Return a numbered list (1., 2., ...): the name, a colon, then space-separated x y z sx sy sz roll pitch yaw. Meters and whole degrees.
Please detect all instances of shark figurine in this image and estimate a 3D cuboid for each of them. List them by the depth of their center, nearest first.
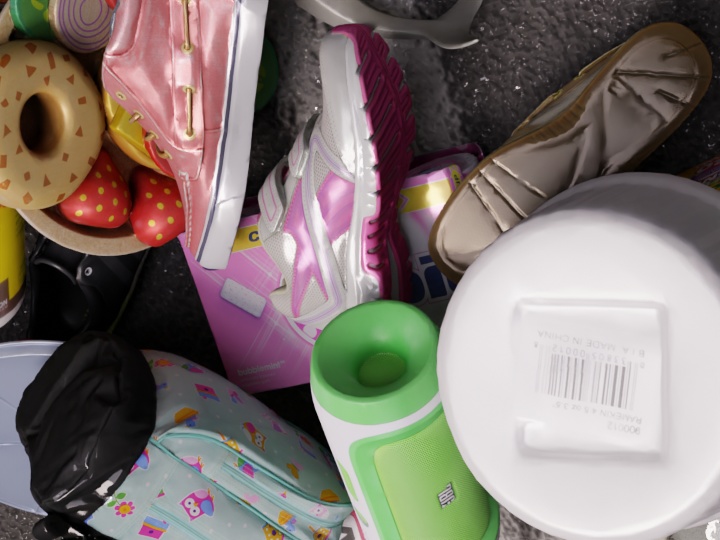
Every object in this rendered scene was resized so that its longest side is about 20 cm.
1. shark figurine: -0.030 -0.182 1.283 0.214 0.089 0.128 45 118 3

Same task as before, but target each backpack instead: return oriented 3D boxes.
1. backpack: -0.102 0.131 1.309 0.200 0.167 0.127 35 108 -26

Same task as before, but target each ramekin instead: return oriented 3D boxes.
1. ramekin: 0.138 0.051 1.147 0.200 0.098 0.201 3 98 25

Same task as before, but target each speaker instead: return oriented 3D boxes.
1. speaker: 0.029 0.107 1.256 0.088 0.089 0.200 4 142 19

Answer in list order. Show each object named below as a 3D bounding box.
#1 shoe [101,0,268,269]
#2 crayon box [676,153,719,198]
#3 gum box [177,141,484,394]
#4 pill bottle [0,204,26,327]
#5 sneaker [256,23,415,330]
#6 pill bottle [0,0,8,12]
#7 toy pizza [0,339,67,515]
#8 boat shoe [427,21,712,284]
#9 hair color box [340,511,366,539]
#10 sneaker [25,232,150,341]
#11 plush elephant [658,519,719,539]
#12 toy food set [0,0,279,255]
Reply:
1. shoe: -0.108 -0.096 1.261 0.091 0.072 0.201 6 119 -5
2. crayon box: 0.211 -0.028 1.226 0.200 0.119 0.058 -26 97 26
3. gum box: 0.000 0.000 1.343 0.199 0.066 0.114 -13 104 24
4. pill bottle: -0.264 -0.060 1.327 0.109 0.109 0.200 15 127 15
5. sneaker: -0.020 -0.046 1.249 0.088 0.081 0.201 7 111 16
6. pill bottle: -0.303 -0.175 1.371 0.200 0.113 0.113 -35 93 26
7. toy pizza: -0.194 0.102 1.427 0.199 0.032 0.200 3 140 2
8. boat shoe: 0.124 -0.065 1.254 0.200 0.066 0.074 -40 92 10
9. hair color box: -0.039 0.197 1.429 0.199 0.061 0.099 -12 103 24
10. sneaker: -0.171 -0.023 1.390 0.072 0.083 0.201 21 114 13
11. plush elephant: 0.183 0.143 1.267 0.199 0.165 0.155 13 154 0
12. toy food set: -0.145 -0.108 1.298 0.049 0.200 0.198 10 71 49
